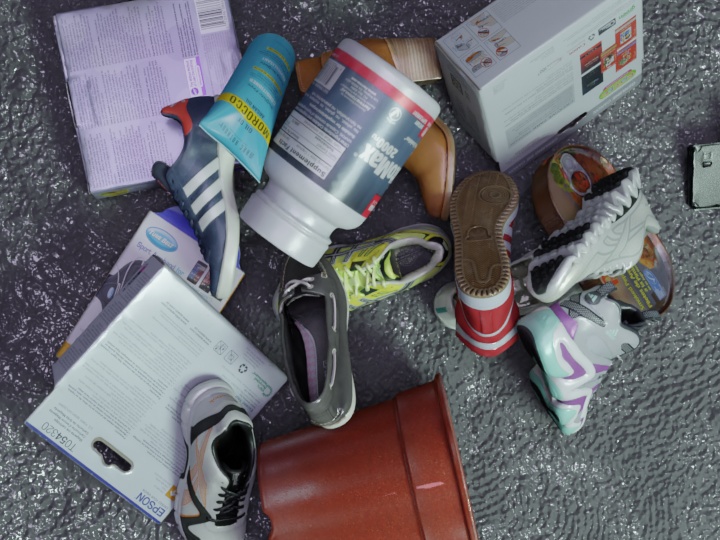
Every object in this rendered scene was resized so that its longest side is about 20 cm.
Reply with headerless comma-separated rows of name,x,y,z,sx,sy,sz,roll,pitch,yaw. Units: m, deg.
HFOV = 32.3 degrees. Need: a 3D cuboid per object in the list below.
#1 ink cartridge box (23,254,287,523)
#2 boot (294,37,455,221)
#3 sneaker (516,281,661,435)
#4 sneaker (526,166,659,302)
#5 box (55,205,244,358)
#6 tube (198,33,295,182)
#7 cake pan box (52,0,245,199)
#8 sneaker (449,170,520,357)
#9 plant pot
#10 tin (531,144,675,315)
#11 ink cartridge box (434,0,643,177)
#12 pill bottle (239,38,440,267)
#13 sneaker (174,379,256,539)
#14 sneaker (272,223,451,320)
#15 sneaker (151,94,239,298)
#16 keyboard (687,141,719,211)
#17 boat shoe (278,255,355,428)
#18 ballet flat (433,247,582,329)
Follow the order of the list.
ink cartridge box,-0.202,0.120,1.231,0.200,0.043,0.196,-47,124,-6
boot,0.016,-0.141,1.288,0.154,0.077,0.202,-9,90,-3
sneaker,0.239,0.082,1.243,0.139,0.200,0.078,-29,57,-4
sneaker,0.234,-0.023,1.217,0.200,0.075,0.081,-43,105,-37
box,-0.208,0.035,1.281,0.119,0.041,0.201,33,84,-3
tube,-0.106,-0.163,1.203,0.077,0.201,0.050,39,123,-19
cake pan box,-0.209,-0.189,1.286,0.182,0.052,0.202,-13,89,-7
sneaker,0.126,-0.004,1.247,0.070,0.201,0.113,-1,132,11
plant pot,0.008,0.222,1.223,0.193,0.201,0.203,-14,89,3
tin,0.252,-0.036,1.297,0.112,0.042,0.201,-32,90,-42
ink cartridge box,0.191,-0.214,1.286,0.199,0.176,0.084,-35,60,-6
pill bottle,-0.024,-0.110,1.205,0.119,0.120,0.201,35,95,-2
sneaker,-0.140,0.213,1.230,0.073,0.080,0.202,-13,116,-28
sneaker,0.000,0.000,1.280,0.199,0.076,0.076,-25,91,-3
sneaker,-0.164,-0.072,1.233,0.084,0.075,0.202,-3,88,-8
keyboard,0.448,-0.126,1.350,0.198,0.040,0.105,-5,111,-6
boat shoe,-0.047,0.055,1.208,0.066,0.057,0.202,-22,59,17
ballet flat,0.174,0.015,1.299,0.198,0.069,0.070,-18,89,-5
